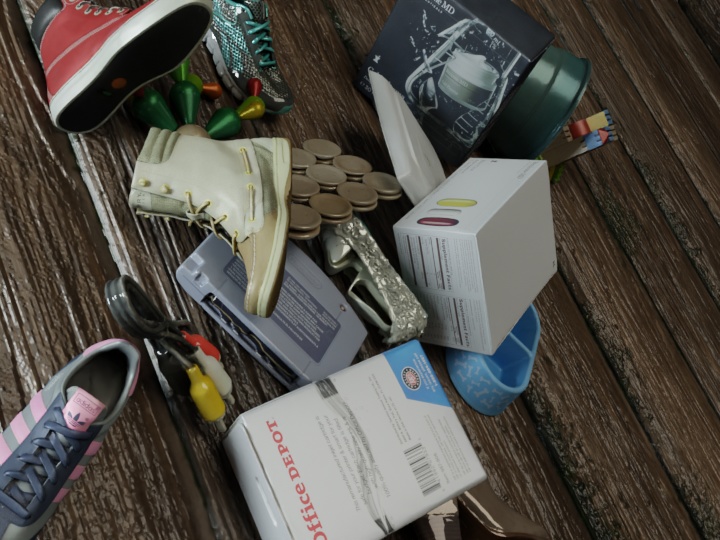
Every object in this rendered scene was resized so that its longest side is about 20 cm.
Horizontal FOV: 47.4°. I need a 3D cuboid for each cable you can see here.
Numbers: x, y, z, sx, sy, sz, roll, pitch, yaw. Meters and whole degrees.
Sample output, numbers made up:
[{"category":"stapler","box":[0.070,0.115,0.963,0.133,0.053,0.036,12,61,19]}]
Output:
[{"category":"cable","box":[-0.154,0.053,0.693,0.202,0.049,0.098,76,0,-50]}]

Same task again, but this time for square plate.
[{"category":"square plate","box":[0.078,-0.135,1.064,0.200,0.028,0.201,48,23,-48]}]

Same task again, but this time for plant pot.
[{"category":"plant pot","box":[0.224,-0.301,1.292,0.194,0.201,0.202,32,43,-10]}]

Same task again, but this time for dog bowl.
[{"category":"dog bowl","box":[0.177,0.091,1.053,0.111,0.049,0.201,42,40,-12]}]

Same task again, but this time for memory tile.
[{"category":"memory tile","box":[-0.055,-0.097,0.934,0.152,0.017,0.199,31,36,27]}]

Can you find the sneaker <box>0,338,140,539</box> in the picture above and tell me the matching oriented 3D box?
[{"category":"sneaker","box":[-0.230,0.126,0.608,0.070,0.082,0.202,38,42,-16]}]

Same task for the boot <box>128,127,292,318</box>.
[{"category":"boot","box":[-0.144,-0.050,0.783,0.152,0.072,0.203,6,57,-10]}]

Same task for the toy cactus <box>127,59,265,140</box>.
[{"category":"toy cactus","box":[-0.178,-0.171,0.884,0.198,0.101,0.168,11,64,-49]}]

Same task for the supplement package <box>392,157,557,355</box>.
[{"category":"supplement package","box":[0.146,-0.025,0.991,0.200,0.109,0.158,-42,129,-44]}]

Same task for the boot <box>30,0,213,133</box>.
[{"category":"boot","box":[-0.238,-0.246,0.790,0.072,0.198,0.146,19,45,-61]}]

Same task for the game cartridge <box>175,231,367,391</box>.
[{"category":"game cartridge","box":[-0.085,0.032,0.856,0.200,0.041,0.134,45,43,-9]}]

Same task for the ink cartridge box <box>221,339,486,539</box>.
[{"category":"ink cartridge box","box":[-0.007,0.172,0.749,0.197,0.084,0.146,-18,73,-31]}]

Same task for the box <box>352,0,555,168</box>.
[{"category":"box","box":[0.128,-0.293,1.146,0.199,0.198,0.124,39,40,5]}]

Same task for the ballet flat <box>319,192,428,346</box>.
[{"category":"ballet flat","box":[0.000,0.000,0.934,0.201,0.072,0.071,52,39,10]}]

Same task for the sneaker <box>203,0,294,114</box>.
[{"category":"sneaker","box":[-0.139,-0.283,0.993,0.201,0.091,0.077,54,41,2]}]

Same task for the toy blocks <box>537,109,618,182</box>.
[{"category":"toy blocks","box":[0.365,-0.219,1.378,0.199,0.135,0.101,-24,91,-57]}]

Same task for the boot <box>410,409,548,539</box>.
[{"category":"boot","box":[0.113,0.223,0.880,0.198,0.070,0.148,16,49,-36]}]
